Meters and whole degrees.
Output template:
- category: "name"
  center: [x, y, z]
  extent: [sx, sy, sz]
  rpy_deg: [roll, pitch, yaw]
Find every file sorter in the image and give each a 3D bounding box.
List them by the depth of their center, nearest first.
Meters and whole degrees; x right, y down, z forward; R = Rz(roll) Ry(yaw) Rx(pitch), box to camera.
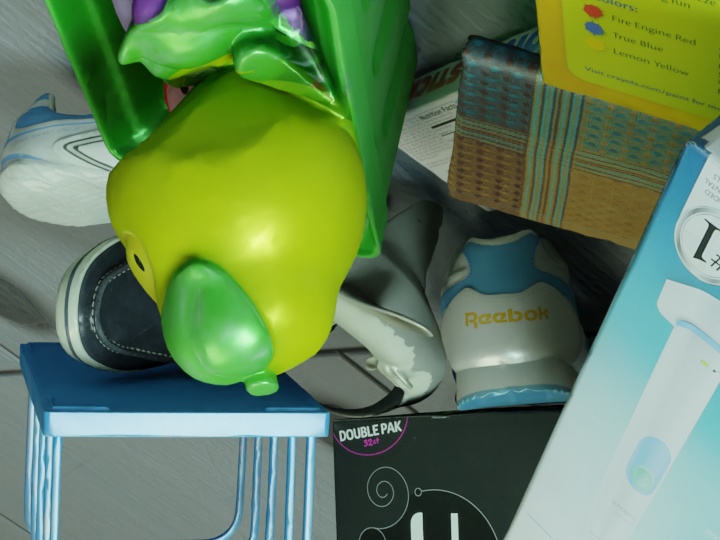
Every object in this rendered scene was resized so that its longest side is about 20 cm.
- category: "file sorter"
  center: [-0.107, 0.114, 0.993]
  extent: [0.139, 0.123, 0.200]
  rpy_deg: [1, -174, -14]

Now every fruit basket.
- category: "fruit basket"
  center: [-0.055, -0.057, 0.711]
  extent: [0.155, 0.216, 0.216]
  rpy_deg: [21, 157, 16]

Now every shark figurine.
- category: "shark figurine"
  center: [0.018, 0.012, 0.916]
  extent: [0.128, 0.090, 0.214]
  rpy_deg: [15, 157, 33]

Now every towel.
- category: "towel"
  center: [0.134, -0.035, 0.725]
  extent: [0.200, 0.022, 0.147]
  rpy_deg: [16, 162, 5]

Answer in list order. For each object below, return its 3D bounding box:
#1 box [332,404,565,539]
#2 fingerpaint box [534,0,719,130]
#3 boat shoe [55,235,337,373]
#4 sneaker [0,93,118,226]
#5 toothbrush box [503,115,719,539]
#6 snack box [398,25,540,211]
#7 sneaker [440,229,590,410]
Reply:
- category: "box"
  center: [0.103, 0.142, 0.937]
  extent: [0.200, 0.149, 0.124]
  rpy_deg: [-6, 175, 34]
- category: "fingerpaint box"
  center: [0.154, -0.099, 0.547]
  extent: [0.200, 0.073, 0.167]
  rpy_deg: [19, 157, 19]
- category: "boat shoe"
  center: [-0.082, 0.018, 0.996]
  extent: [0.062, 0.075, 0.200]
  rpy_deg: [0, 179, 36]
- category: "sneaker"
  center: [-0.084, -0.051, 0.947]
  extent: [0.200, 0.073, 0.072]
  rpy_deg: [10, 153, 4]
- category: "toothbrush box"
  center: [0.140, 0.058, 0.554]
  extent: [0.146, 0.085, 0.200]
  rpy_deg: [36, 135, 20]
- category: "snack box"
  center: [0.085, -0.067, 0.759]
  extent: [0.072, 0.024, 0.200]
  rpy_deg: [35, 157, -21]
- category: "sneaker"
  center: [0.078, 0.027, 0.911]
  extent: [0.076, 0.081, 0.200]
  rpy_deg: [-5, 175, 3]
